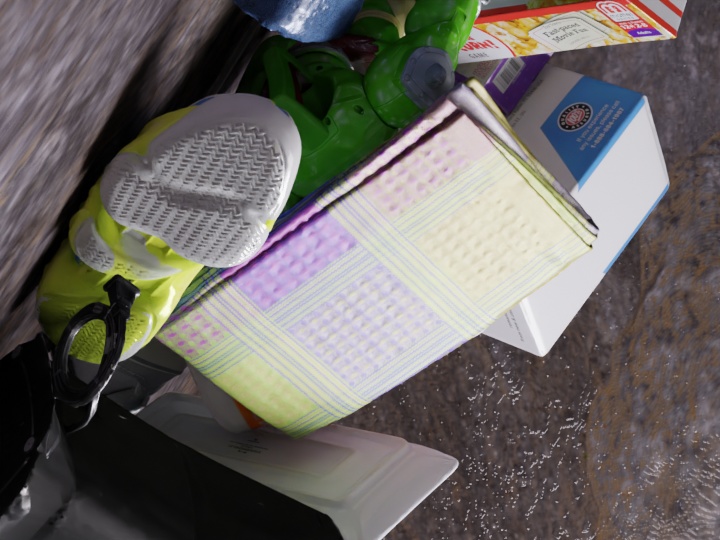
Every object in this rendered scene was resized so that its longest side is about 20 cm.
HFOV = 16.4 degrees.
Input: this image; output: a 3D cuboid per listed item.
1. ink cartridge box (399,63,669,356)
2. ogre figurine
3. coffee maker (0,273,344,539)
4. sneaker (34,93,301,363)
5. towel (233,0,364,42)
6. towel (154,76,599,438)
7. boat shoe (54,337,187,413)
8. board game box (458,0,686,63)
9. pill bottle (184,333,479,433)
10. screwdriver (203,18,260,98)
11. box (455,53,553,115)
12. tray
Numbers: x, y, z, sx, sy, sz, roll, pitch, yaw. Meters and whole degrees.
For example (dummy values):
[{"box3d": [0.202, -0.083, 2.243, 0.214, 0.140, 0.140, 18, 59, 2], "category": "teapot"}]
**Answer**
[{"box3d": [0.057, -0.055, 1.472, 0.145, 0.200, 0.084, -51, 142, -23], "category": "ink cartridge box"}, {"box3d": [-0.016, -0.083, 1.257, 0.199, 0.098, 0.120, -17, -149, 11], "category": "ogre figurine"}, {"box3d": [-0.098, 0.131, 1.172, 0.192, 0.200, 0.135, -34, -142, 38], "category": "coffee maker"}, {"box3d": [-0.082, -0.041, 1.150, 0.200, 0.076, 0.105, -39, -161, 43], "category": "sneaker"}, {"box3d": [0.017, -0.192, 1.145, 0.200, 0.048, 0.112, -54, 177, 11], "category": "towel"}, {"box3d": [0.010, 0.000, 1.233, 0.200, 0.144, 0.023, -36, -135, 13], "category": "towel"}, {"box3d": [-0.137, 0.056, 1.394, 0.072, 0.070, 0.201, -57, -179, -5], "category": "boat shoe"}, {"box3d": [0.108, -0.192, 1.359, 0.200, 0.046, 0.152, -3, -118, 51], "category": "board game box"}, {"box3d": [0.000, 0.000, 1.325, 0.199, 0.113, 0.113, -23, 179, 3], "category": "pill bottle"}, {"box3d": [-0.097, -0.060, 1.252, 0.200, 0.029, 0.028, -63, 177, 3], "category": "screwdriver"}, {"box3d": [0.090, -0.203, 1.468, 0.200, 0.137, 0.039, -54, 141, -5], "category": "box"}, {"box3d": [-0.058, 0.101, 1.334, 0.107, 0.199, 0.022, -36, 128, -49], "category": "tray"}]
